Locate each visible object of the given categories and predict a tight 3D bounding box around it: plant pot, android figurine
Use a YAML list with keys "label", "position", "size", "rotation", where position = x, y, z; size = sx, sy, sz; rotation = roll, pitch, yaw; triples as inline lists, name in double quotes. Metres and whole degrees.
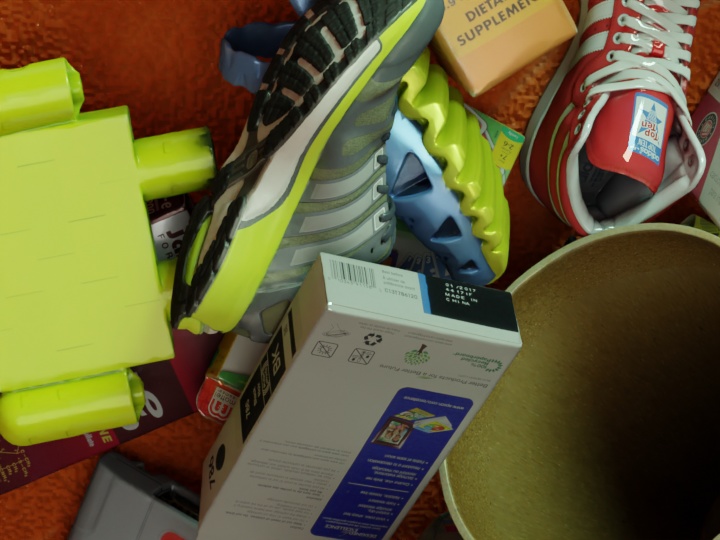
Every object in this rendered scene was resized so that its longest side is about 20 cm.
- label: "plant pot"
  position: [0.169, 0.103, 1.060]
  size: [0.186, 0.187, 0.200]
  rotation: [-44, 136, 9]
- label: "android figurine"
  position: [-0.161, -0.007, 1.027]
  size: [0.199, 0.041, 0.183]
  rotation: [-10, 104, -5]

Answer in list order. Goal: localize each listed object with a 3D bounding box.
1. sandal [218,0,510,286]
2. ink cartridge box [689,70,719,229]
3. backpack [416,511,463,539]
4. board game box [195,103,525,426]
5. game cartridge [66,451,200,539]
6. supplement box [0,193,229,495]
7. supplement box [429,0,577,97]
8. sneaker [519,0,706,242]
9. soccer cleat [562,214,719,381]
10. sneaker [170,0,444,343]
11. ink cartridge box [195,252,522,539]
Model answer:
- label: "sandal"
  position: [0.003, -0.072, 1.040]
  size: [0.087, 0.080, 0.200]
  rotation: [-31, 104, 15]
- label: "ink cartridge box"
  position: [0.248, -0.100, 1.054]
  size: [0.084, 0.145, 0.200]
  rotation: [27, 104, -15]
- label: "backpack"
  position: [0.108, 0.210, 1.153]
  size: [0.199, 0.167, 0.127]
  rotation: [12, 102, 1]
- label: "board game box"
  position: [0.000, 0.000, 1.081]
  size: [0.095, 0.030, 0.200]
  rotation: [28, 83, -16]
- label: "game cartridge"
  position: [-0.075, 0.198, 1.124]
  size: [0.200, 0.041, 0.133]
  rotation: [28, 113, 15]
- label: "supplement box"
  position: [-0.161, 0.041, 1.094]
  size: [0.199, 0.061, 0.109]
  rotation: [-23, 111, -1]
- label: "supplement box"
  position: [0.026, -0.186, 1.035]
  size: [0.066, 0.069, 0.200]
  rotation: [-32, 108, 2]
- label: "sneaker"
  position: [0.138, -0.109, 1.053]
  size: [0.071, 0.113, 0.201]
  rotation: [13, 107, -13]
- label: "soccer cleat"
  position: [0.197, 0.011, 1.128]
  size: [0.199, 0.065, 0.084]
  rotation: [-3, 115, -6]
- label: "sneaker"
  position: [-0.013, -0.048, 0.984]
  size: [0.081, 0.074, 0.200]
  rotation: [20, 117, -25]
- label: "ink cartridge box"
  position: [-0.010, 0.077, 1.022]
  size: [0.099, 0.039, 0.200]
  rotation: [12, 133, -22]
